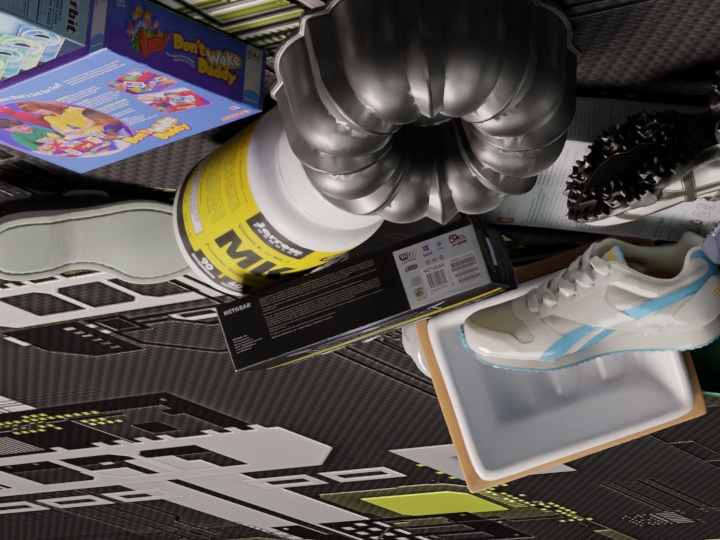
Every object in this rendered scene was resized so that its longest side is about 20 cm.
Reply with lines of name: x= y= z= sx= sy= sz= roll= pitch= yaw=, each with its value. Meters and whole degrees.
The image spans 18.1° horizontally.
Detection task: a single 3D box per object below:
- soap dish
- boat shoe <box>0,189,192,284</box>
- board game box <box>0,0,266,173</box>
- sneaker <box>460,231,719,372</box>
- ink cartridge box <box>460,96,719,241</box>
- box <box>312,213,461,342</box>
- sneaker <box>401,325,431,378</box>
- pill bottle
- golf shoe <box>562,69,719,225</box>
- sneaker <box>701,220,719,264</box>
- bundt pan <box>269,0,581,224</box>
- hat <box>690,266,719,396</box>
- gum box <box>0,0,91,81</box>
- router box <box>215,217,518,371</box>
soap dish: x=0.155 y=0.068 z=1.787 sx=0.199 sy=0.158 sz=0.081 roll=-19 pitch=-174 yaw=2
boat shoe: x=-0.215 y=-0.033 z=1.809 sx=0.199 sy=0.076 sz=0.060 roll=3 pitch=-157 yaw=-29
board game box: x=-0.180 y=-0.126 z=1.532 sx=0.134 sy=0.045 sz=0.199 roll=20 pitch=156 yaw=-41
sneaker: x=0.171 y=0.022 z=1.691 sx=0.199 sy=0.081 sz=0.077 roll=-11 pitch=-155 yaw=3
ink cartridge box: x=0.177 y=-0.073 z=1.623 sx=0.199 sy=0.044 sz=0.196 roll=6 pitch=163 yaw=0
box: x=0.000 y=0.000 z=1.858 sx=0.116 sy=0.060 sz=0.200 roll=11 pitch=160 yaw=-22
sneaker: x=0.128 y=0.028 z=1.893 sx=0.199 sy=0.076 sz=0.088 roll=-15 pitch=-161 yaw=-11
pill bottle: x=-0.046 y=-0.057 z=1.603 sx=0.114 sy=0.115 sz=0.200 roll=12 pitch=160 yaw=-24
golf shoe: x=0.227 y=-0.068 z=1.486 sx=0.199 sy=0.078 sz=0.094 roll=-26 pitch=135 yaw=34
sneaker: x=0.314 y=-0.036 z=1.572 sx=0.070 sy=0.082 sz=0.200 roll=-33 pitch=173 yaw=-33
bundt pan: x=0.045 y=-0.098 z=1.423 sx=0.201 sy=0.076 sz=0.202 roll=-5 pitch=146 yaw=-3
hat: x=0.311 y=-0.009 z=1.811 sx=0.165 sy=0.177 sz=0.200 roll=-20 pitch=-152 yaw=-19
gum box: x=-0.299 y=-0.171 z=1.420 sx=0.199 sy=0.045 sz=0.169 roll=20 pitch=156 yaw=-39
router box: x=0.009 y=0.019 z=1.669 sx=0.199 sy=0.053 sz=0.157 roll=-19 pitch=175 yaw=9
